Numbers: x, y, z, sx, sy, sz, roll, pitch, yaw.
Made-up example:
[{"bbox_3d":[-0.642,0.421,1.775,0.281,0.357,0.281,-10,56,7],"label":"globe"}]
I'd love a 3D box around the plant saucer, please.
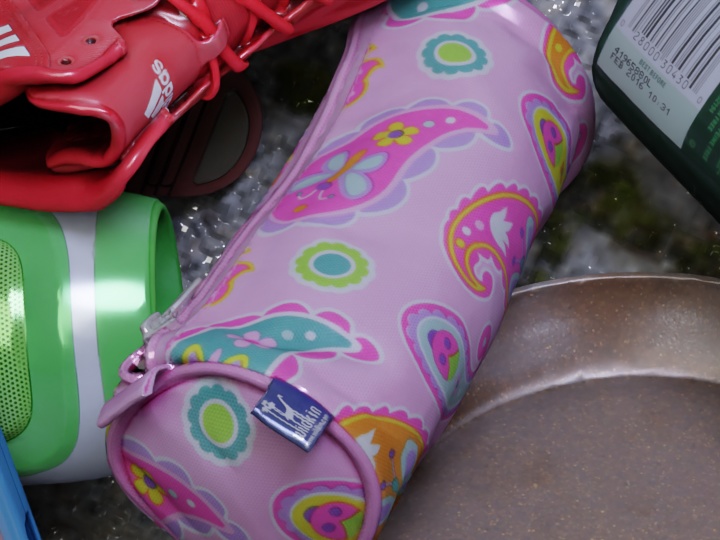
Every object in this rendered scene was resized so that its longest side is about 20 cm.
[{"bbox_3d":[0.082,0.076,0.794,0.199,0.035,0.201,-1,41,1],"label":"plant saucer"}]

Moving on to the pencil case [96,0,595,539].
[{"bbox_3d":[0.000,0.000,0.796,0.087,0.088,0.200,18,43,14],"label":"pencil case"}]

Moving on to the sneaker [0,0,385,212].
[{"bbox_3d":[-0.032,-0.071,0.788,0.199,0.116,0.078,-28,118,16],"label":"sneaker"}]

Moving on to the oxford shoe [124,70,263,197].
[{"bbox_3d":[-0.122,-0.085,0.896,0.199,0.075,0.071,25,107,-5],"label":"oxford shoe"}]

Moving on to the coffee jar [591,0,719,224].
[{"bbox_3d":[0.159,-0.014,0.783,0.085,0.104,0.200,-51,57,18],"label":"coffee jar"}]

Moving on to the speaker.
[{"bbox_3d":[-0.152,0.023,0.817,0.199,0.088,0.089,-4,77,3],"label":"speaker"}]

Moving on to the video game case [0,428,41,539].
[{"bbox_3d":[-0.149,0.124,0.813,0.142,0.018,0.201,-12,117,8],"label":"video game case"}]
